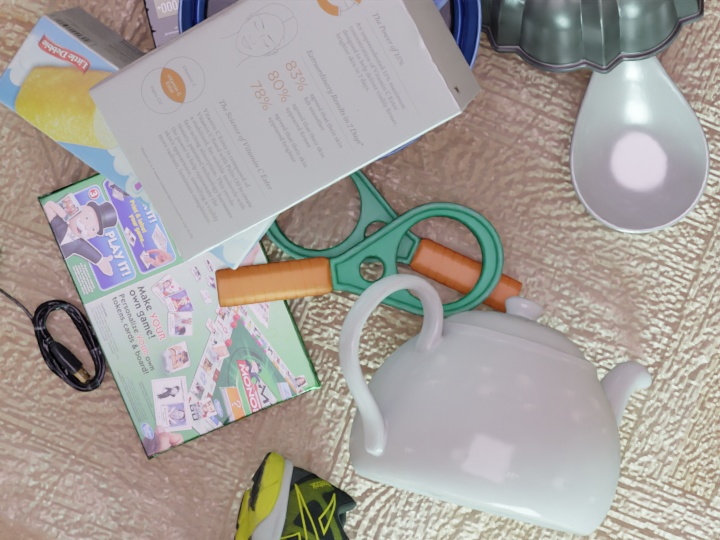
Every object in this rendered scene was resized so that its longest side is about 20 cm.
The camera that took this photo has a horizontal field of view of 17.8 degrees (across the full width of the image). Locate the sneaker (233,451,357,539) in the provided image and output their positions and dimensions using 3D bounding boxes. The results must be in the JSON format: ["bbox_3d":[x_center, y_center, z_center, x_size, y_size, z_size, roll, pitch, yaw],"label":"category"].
[{"bbox_3d":[-0.043,0.209,1.568,0.084,0.201,0.075,16,135,-10],"label":"sneaker"}]

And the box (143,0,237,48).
[{"bbox_3d":[-0.062,-0.248,1.584,0.199,0.086,0.164,-15,93,0],"label":"box"}]

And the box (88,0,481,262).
[{"bbox_3d":[-0.044,-0.111,1.420,0.199,0.097,0.125,-28,96,15],"label":"box"}]

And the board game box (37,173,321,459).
[{"bbox_3d":[-0.127,0.015,1.625,0.134,0.029,0.201,-22,92,-1],"label":"board game box"}]

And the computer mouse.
[{"bbox_3d":[-0.258,0.014,1.622,0.200,0.034,0.059,39,91,-2],"label":"computer mouse"}]

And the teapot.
[{"bbox_3d":[0.089,0.088,1.556,0.197,0.200,0.147,14,84,9],"label":"teapot"}]

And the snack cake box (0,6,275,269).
[{"bbox_3d":[-0.139,-0.092,1.547,0.200,0.115,0.067,35,100,-1],"label":"snack cake box"}]

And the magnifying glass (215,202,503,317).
[{"bbox_3d":[0.000,0.000,1.598,0.199,0.022,0.080,-7,92,-2],"label":"magnifying glass"}]

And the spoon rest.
[{"bbox_3d":[0.184,-0.125,1.606,0.099,0.061,0.201,-13,92,0],"label":"spoon rest"}]

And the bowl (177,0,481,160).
[{"bbox_3d":[-0.020,-0.169,1.528,0.200,0.039,0.202,0,95,-1],"label":"bowl"}]

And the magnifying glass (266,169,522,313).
[{"bbox_3d":[0.020,-0.022,1.629,0.199,0.022,0.080,25,92,-2],"label":"magnifying glass"}]

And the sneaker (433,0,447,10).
[{"bbox_3d":[0.039,-0.215,1.471,0.078,0.070,0.200,41,93,-11],"label":"sneaker"}]

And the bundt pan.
[{"bbox_3d":[0.150,-0.239,1.557,0.201,0.076,0.203,-2,71,5],"label":"bundt pan"}]
